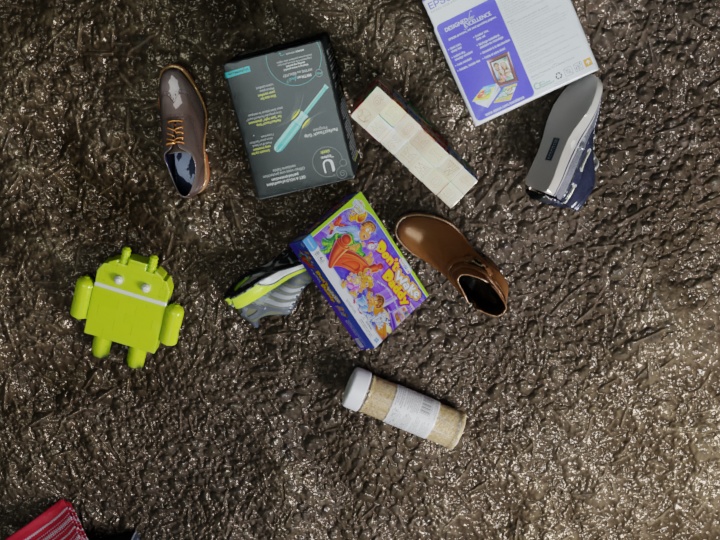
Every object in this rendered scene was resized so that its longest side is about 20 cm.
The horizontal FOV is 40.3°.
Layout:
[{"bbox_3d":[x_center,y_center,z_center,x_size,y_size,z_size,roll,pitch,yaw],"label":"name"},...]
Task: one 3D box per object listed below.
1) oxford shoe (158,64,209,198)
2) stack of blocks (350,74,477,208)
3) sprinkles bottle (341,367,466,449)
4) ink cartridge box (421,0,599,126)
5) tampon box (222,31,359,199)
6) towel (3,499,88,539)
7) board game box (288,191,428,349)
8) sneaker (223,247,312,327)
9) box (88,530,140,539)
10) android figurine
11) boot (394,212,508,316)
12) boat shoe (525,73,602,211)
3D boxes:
[{"bbox_3d":[-0.268,-0.208,1.479,0.071,0.073,0.202,-8,107,6],"label":"oxford shoe"},{"bbox_3d":[0.079,-0.191,1.442,0.200,0.115,0.059,42,106,-11],"label":"stack of blocks"},{"bbox_3d":[0.071,0.226,1.601,0.199,0.068,0.069,23,108,-4],"label":"sprinkles bottle"},{"bbox_3d":[0.217,-0.342,1.420,0.197,0.043,0.201,-23,101,10],"label":"ink cartridge box"},{"bbox_3d":[-0.097,-0.228,1.435,0.149,0.126,0.201,-11,108,8],"label":"tampon box"},{"bbox_3d":[-0.523,0.499,1.656,0.144,0.200,0.023,-34,142,-10],"label":"towel"},{"bbox_3d":[0.000,0.000,1.505,0.134,0.045,0.201,-42,106,-29],"label":"board game box"},{"bbox_3d":[-0.115,0.021,1.554,0.199,0.074,0.081,-25,119,14],"label":"sneaker"},{"bbox_3d":[-0.447,0.581,1.727,0.147,0.107,0.202,-11,106,7],"label":"box"},{"bbox_3d":[-0.375,0.058,1.590,0.181,0.041,0.201,19,110,-2],"label":"android figurine"},{"bbox_3d":[0.137,-0.006,1.476,0.200,0.155,0.077,37,107,-8],"label":"boot"},{"bbox_3d":[0.322,-0.185,1.462,0.092,0.075,0.201,22,96,-38],"label":"boat shoe"}]
